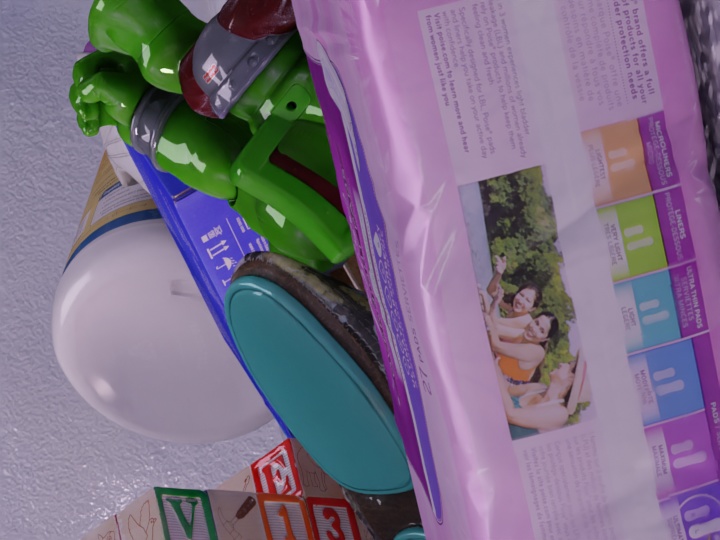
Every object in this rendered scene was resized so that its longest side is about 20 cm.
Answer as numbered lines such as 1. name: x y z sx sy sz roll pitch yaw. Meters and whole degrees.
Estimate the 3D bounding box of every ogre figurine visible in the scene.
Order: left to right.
1. ogre figurine: -0.023 -0.068 0.634 0.120 0.200 0.098 47 -146 1

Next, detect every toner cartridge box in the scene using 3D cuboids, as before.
1. toner cartridge box: -0.053 -0.005 0.893 0.095 0.043 0.201 55 172 40

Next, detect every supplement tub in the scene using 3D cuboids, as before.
1. supplement tub: -0.089 -0.016 1.131 0.201 0.143 0.146 -82 -16 -52

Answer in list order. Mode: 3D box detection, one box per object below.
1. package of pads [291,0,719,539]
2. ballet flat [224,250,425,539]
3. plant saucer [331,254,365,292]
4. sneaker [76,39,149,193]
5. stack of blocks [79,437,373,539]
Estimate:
1. package of pads: 0.040 0.003 0.459 0.121 0.075 0.202 -138 34 -77
2. ballet flat: 0.026 0.065 0.670 0.201 0.072 0.072 59 179 -16
3. plant saucer: 0.000 0.000 0.857 0.201 0.035 0.200 58 173 12
4. sneaker: -0.062 -0.070 0.984 0.199 0.074 0.101 13 116 47
5. stack of blocks: -0.026 0.140 0.888 0.058 0.199 0.116 -36 58 37
